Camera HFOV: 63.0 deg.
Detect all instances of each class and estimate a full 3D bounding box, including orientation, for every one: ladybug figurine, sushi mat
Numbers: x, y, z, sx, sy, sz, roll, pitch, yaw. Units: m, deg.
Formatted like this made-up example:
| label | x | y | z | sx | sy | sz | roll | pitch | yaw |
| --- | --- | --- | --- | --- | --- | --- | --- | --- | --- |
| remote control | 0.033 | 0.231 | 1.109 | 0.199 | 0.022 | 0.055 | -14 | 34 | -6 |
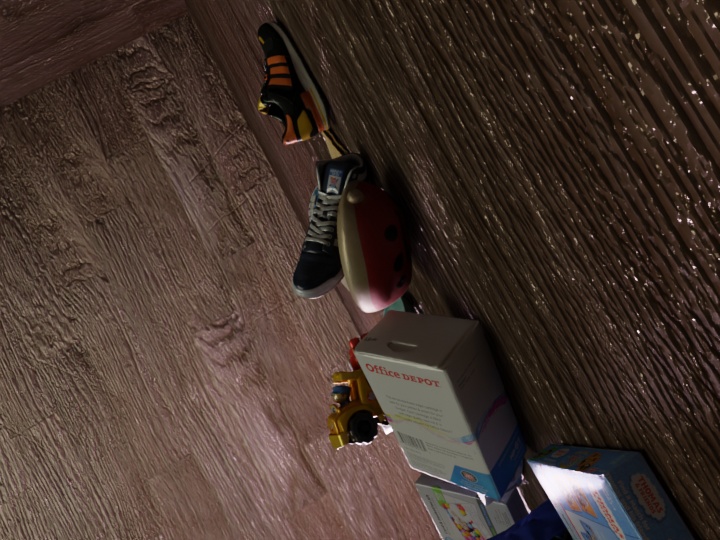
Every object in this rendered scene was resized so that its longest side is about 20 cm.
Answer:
| label | x | y | z | sx | sy | sz | roll | pitch | yaw |
| --- | --- | --- | --- | --- | --- | --- | --- | --- | --- |
| ladybug figurine | 0.021 | -0.028 | 0.717 | 0.201 | 0.070 | 0.139 | 68 | -156 | -57 |
| sushi mat | -0.020 | -0.140 | 0.964 | 0.096 | 0.012 | 0.202 | 56 | 172 | 38 |

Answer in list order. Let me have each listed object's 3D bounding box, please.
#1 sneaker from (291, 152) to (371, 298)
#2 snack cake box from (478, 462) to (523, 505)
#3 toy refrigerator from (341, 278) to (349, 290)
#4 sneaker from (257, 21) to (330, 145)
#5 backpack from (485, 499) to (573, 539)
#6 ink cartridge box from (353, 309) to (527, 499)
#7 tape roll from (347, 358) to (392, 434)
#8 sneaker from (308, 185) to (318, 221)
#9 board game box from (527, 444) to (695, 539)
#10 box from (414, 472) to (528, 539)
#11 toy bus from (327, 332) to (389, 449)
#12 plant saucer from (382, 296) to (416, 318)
| label | x | y | z | sx | sy | sz | roll | pitch | yaw |
| --- | --- | --- | --- | --- | --- | --- | --- | --- | --- |
| sneaker | -0.040 | -0.067 | 0.760 | 0.069 | 0.202 | 0.110 | 12 | 141 | 24 |
| snack cake box | 0.153 | 0.223 | 0.858 | 0.202 | 0.066 | 0.116 | 58 | 175 | 34 |
| toy refrigerator | 0.000 | 0.000 | 1.127 | 0.071 | 0.075 | 0.200 | 63 | 173 | -13 |
| sneaker | -0.122 | -0.276 | 0.862 | 0.203 | 0.089 | 0.070 | 60 | 174 | 16 |
| backpack | 0.185 | 0.385 | 0.670 | 0.165 | 0.197 | 0.168 | 59 | 174 | 7 |
| ink cartridge box | 0.096 | 0.154 | 0.699 | 0.143 | 0.085 | 0.203 | 3 | 128 | 46 |
| tape roll | 0.072 | 0.279 | 1.453 | 0.206 | 0.137 | 0.203 | 60 | 175 | 9 |
| sneaker | -0.059 | -0.102 | 1.234 | 0.088 | 0.073 | 0.203 | -86 | -13 | -52 |
| board game box | 0.213 | 0.220 | 0.474 | 0.153 | 0.036 | 0.200 | 61 | 174 | 13 |
| box | 0.201 | 0.422 | 0.992 | 0.198 | 0.041 | 0.158 | -7 | 114 | 49 |
| toy bus | 0.005 | 0.236 | 1.179 | 0.196 | 0.197 | 0.136 | 65 | 161 | 5 |
| plant saucer | 0.072 | 0.138 | 1.003 | 0.200 | 0.035 | 0.206 | -178 | 90 | -80 |
